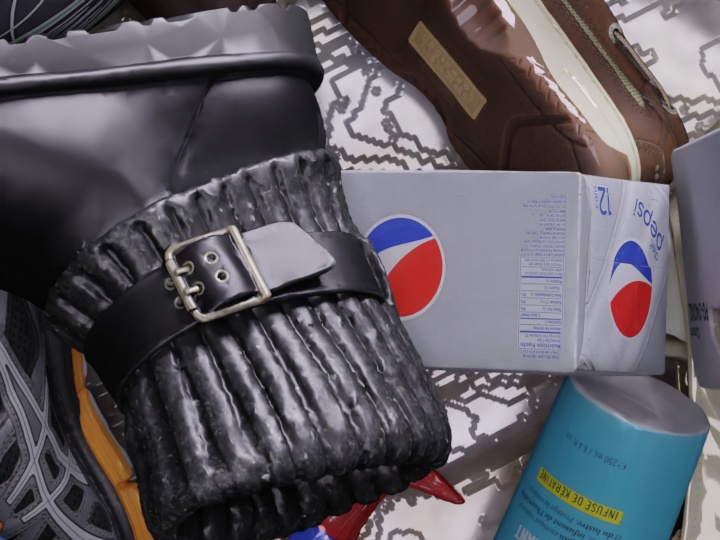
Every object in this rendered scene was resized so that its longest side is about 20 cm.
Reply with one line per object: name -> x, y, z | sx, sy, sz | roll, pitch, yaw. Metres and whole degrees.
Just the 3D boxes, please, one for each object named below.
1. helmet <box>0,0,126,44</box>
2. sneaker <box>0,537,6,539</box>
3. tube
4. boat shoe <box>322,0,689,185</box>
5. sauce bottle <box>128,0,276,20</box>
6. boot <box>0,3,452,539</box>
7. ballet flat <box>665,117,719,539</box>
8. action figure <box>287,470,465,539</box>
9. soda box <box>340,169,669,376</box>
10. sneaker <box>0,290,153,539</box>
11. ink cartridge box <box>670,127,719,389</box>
helmet -> -0.137, -0.152, 0.931 | 0.199, 0.200, 0.192 | -11, 87, 0
sneaker -> -0.080, 0.139, 0.967 | 0.199, 0.078, 0.070 | 33, 70, -18
tube -> 0.060, 0.130, 1.014 | 0.077, 0.050, 0.201 | 30, 111, 29
boat shoe -> 0.040, -0.100, 1.039 | 0.075, 0.075, 0.203 | -23, 75, -41
sauce bottle -> -0.063, -0.134, 1.034 | 0.064, 0.065, 0.201 | -14, 89, 0
boot -> -0.086, 0.013, 0.899 | 0.210, 0.079, 0.159 | -12, 77, -13
ballet flat -> 0.113, 0.041, 1.031 | 0.069, 0.069, 0.202 | -1, 89, 0
action figure -> -0.025, 0.159, 1.028 | 0.200, 0.065, 0.099 | -45, 81, -1
soda box -> 0.000, 0.000, 0.986 | 0.199, 0.068, 0.064 | 1, 89, 31
sneaker -> -0.126, 0.061, 0.996 | 0.078, 0.077, 0.201 | 5, 119, 39
ink cartridge box -> 0.205, -0.019, 0.928 | 0.198, 0.145, 0.084 | -9, 88, -3
